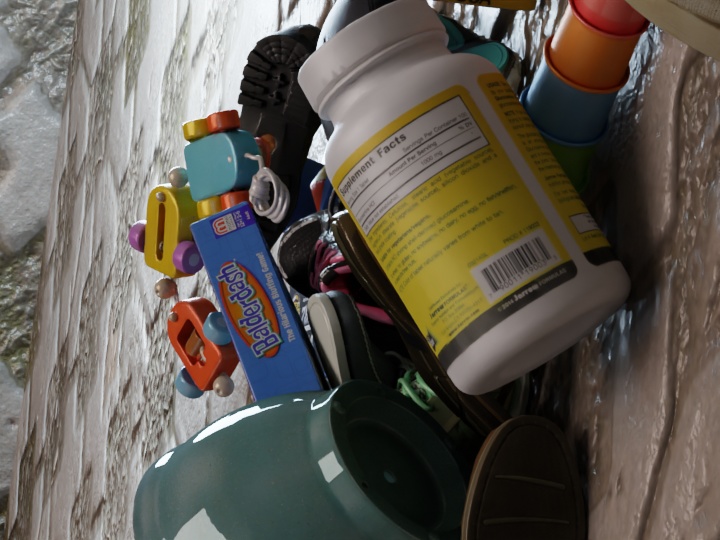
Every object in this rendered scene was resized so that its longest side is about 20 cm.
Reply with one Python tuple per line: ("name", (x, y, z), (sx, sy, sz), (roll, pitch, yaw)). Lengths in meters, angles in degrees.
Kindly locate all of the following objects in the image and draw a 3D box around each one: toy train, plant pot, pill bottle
("toy train", (-0.092, -0.016, 1.902), (0.150, 0.055, 0.201), (52, 132, 32))
("plant pot", (-0.014, 0.149, 1.590), (0.134, 0.200, 0.201), (-43, 37, 29))
("pill bottle", (0.051, -0.043, 1.488), (0.201, 0.112, 0.112), (59, 156, 11))

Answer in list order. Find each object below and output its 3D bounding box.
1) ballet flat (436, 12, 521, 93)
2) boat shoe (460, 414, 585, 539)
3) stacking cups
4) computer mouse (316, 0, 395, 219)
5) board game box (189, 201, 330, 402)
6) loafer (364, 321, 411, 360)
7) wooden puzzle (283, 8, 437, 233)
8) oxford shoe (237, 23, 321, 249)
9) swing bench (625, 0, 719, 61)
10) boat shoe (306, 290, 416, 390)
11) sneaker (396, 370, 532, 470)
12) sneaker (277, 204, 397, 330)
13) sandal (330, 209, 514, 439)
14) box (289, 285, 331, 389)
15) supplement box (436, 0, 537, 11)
("ballet flat", (0.066, -0.116, 1.744), (0.200, 0.071, 0.072), (-120, 37, -70))
("boat shoe", (0.082, 0.183, 1.538), (0.068, 0.071, 0.201), (158, 116, -73))
("stacking cups", (0.114, -0.101, 1.516), (0.061, 0.060, 0.201), (-100, 19, -44))
("computer mouse", (0.003, -0.123, 1.715), (0.201, 0.052, 0.139), (-91, 23, -50))
("board game box", (-0.047, 0.071, 1.777), (0.200, 0.045, 0.153), (68, 180, -57))
("loafer", (0.027, -0.011, 1.827), (0.072, 0.072, 0.201), (174, 99, -71))
("wooden puzzle", (-0.012, -0.091, 1.965), (0.200, 0.046, 0.186), (156, 132, -75))
("oxford shoe", (-0.062, -0.085, 1.962), (0.201, 0.072, 0.084), (-65, -8, 25))
("swing bench", (0.179, -0.214, 1.153), (0.201, 0.129, 0.200), (-103, 22, -48))
("boat shoe", (0.014, 0.073, 1.730), (0.200, 0.061, 0.073), (72, 175, -50))
("sneaker", (0.049, 0.082, 1.666), (0.077, 0.088, 0.201), (-111, 29, -59))
("sneaker", (0.000, 0.000, 1.749), (0.199, 0.095, 0.080), (14, 101, 50))
("sandal", (0.054, 0.035, 1.576), (0.200, 0.055, 0.082), (54, 172, -19))
("box", (-0.019, 0.099, 2.012), (0.200, 0.049, 0.200), (158, 119, -73))
("supplement box", (0.073, -0.272, 1.685), (0.110, 0.085, 0.201), (-123, 39, -68))
